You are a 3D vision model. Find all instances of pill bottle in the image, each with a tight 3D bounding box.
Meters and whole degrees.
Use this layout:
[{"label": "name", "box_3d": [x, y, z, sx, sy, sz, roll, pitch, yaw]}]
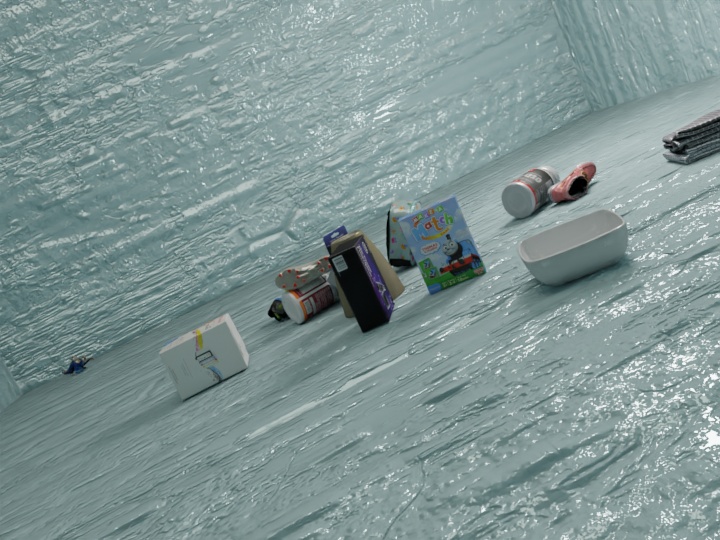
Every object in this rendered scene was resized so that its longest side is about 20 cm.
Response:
[{"label": "pill bottle", "box_3d": [0.537, -0.251, 1.865, 0.199, 0.115, 0.113, -33, 12, -39]}, {"label": "pill bottle", "box_3d": [-0.141, 0.074, 1.884, 0.199, 0.111, 0.109, -30, 11, -29]}]

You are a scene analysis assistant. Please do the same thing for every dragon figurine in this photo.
[{"label": "dragon figurine", "box_3d": [-1.515, 0.516, 3.223, 0.197, 0.101, 0.059, -5, 10, 4]}]

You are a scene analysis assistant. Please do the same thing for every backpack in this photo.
[{"label": "backpack", "box_3d": [0.158, -0.127, 1.923, 0.151, 0.203, 0.176, -4, 15, 21]}]

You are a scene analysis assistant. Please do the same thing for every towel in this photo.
[{"label": "towel", "box_3d": [0.916, -0.365, 1.585, 0.198, 0.086, 0.166, -23, 9, 15]}]

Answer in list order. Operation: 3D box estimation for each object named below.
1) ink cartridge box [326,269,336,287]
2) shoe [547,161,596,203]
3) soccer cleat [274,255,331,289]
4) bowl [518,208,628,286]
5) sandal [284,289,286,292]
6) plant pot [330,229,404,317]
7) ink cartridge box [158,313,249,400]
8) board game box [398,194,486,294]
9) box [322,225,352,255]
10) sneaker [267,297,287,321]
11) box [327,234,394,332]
[{"label": "ink cartridge box", "box_3d": [0.000, 0.000, 1.868, 0.200, 0.114, 0.068, -37, -25, -51]}, {"label": "shoe", "box_3d": [0.659, -0.267, 1.788, 0.199, 0.072, 0.091, -34, 13, -18]}, {"label": "soccer cleat", "box_3d": [-0.167, 0.009, 1.840, 0.198, 0.070, 0.078, -22, -2, 1]}, {"label": "bowl", "box_3d": [0.415, -0.040, 1.161, 0.198, 0.075, 0.200, -23, 9, 15]}, {"label": "sandal", "box_3d": [-0.155, 0.061, 1.998, 0.197, 0.088, 0.080, -7, 47, -16]}, {"label": "plant pot", "box_3d": [-0.001, -0.003, 1.660, 0.186, 0.202, 0.187, -24, 9, 4]}, {"label": "ink cartridge box", "box_3d": [-0.428, 0.233, 1.659, 0.198, 0.146, 0.147, -26, 9, -7]}, {"label": "board game box", "box_3d": [0.199, -0.062, 1.454, 0.150, 0.202, 0.037, -22, 9, 17]}, {"label": "box", "box_3d": [-0.042, -0.042, 1.978, 0.032, 0.202, 0.121, -15, 14, 44]}, {"label": "sneaker", "box_3d": [-0.251, 0.135, 2.018, 0.199, 0.071, 0.083, -8, 41, 54]}, {"label": "box", "box_3d": [0.006, 0.029, 1.466, 0.078, 0.202, 0.141, -23, 10, 12]}]
